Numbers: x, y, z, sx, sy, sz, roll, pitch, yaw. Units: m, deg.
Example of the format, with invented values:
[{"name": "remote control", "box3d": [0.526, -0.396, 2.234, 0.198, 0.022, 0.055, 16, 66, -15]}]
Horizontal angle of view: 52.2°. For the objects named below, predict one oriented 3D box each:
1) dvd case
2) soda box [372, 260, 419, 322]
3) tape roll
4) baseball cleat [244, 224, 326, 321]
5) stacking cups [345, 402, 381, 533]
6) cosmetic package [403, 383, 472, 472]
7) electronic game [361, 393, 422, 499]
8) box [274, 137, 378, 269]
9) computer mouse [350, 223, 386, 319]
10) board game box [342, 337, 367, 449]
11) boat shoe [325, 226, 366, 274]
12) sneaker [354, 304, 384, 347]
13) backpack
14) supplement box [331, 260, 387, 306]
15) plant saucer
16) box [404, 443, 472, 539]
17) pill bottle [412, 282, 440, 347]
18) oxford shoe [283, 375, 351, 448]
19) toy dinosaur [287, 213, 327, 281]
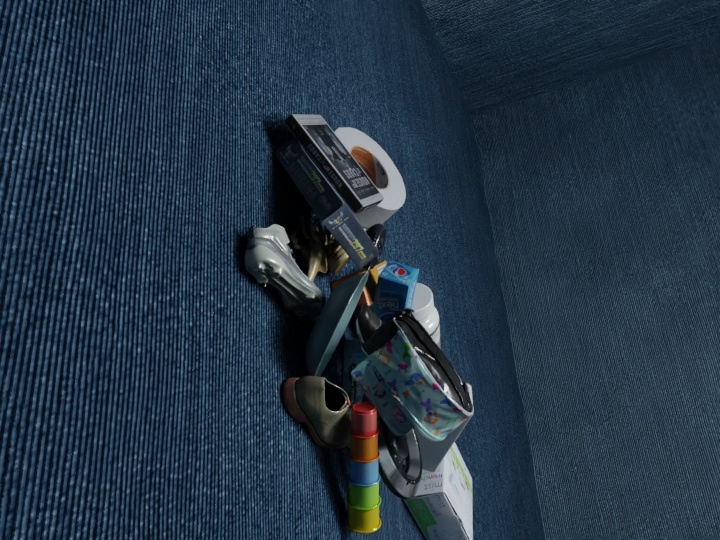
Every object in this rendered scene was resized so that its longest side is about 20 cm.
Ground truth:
[{"name": "dvd case", "box3d": [-0.043, -0.193, 1.308, 0.201, 0.025, 0.150, 52, 19, 2]}, {"name": "soda box", "box3d": [0.059, 0.087, 1.414, 0.068, 0.063, 0.203, -53, 156, -54]}, {"name": "tape roll", "box3d": [-0.001, -0.186, 1.463, 0.199, 0.066, 0.202, 32, 39, -29]}, {"name": "baseball cleat", "box3d": [-0.108, -0.004, 1.129, 0.200, 0.069, 0.108, 50, 31, -54]}, {"name": "stacking cups", "box3d": [0.005, 0.307, 1.159, 0.060, 0.059, 0.204, -33, 125, -71]}, {"name": "cosmetic package", "box3d": [0.134, 0.296, 1.416, 0.075, 0.100, 0.201, -84, -166, -48]}, {"name": "electronic game", "box3d": [0.055, 0.296, 1.280, 0.201, 0.041, 0.202, 55, 22, -34]}, {"name": "box", "box3d": [-0.058, -0.116, 1.262, 0.201, 0.051, 0.158, 54, 2, 39]}, {"name": "computer mouse", "box3d": [0.000, 0.000, 1.332, 0.059, 0.034, 0.202, 80, 30, -59]}, {"name": "board game box", "box3d": [0.017, 0.248, 1.347, 0.152, 0.046, 0.202, 56, 27, -44]}, {"name": "boat shoe", "box3d": [-0.039, -0.053, 1.390, 0.063, 0.073, 0.200, 41, 19, -8]}, {"name": "sneaker", "box3d": [0.057, 0.132, 1.338, 0.076, 0.086, 0.202, -80, 150, -51]}, {"name": "backpack", "box3d": [0.089, 0.183, 1.198, 0.200, 0.151, 0.177, 46, 8, 11]}, {"name": "supplement box", "box3d": [0.008, 0.031, 1.453, 0.200, 0.066, 0.070, -21, 93, -72]}, {"name": "plant saucer", "box3d": [-0.047, 0.086, 1.173, 0.203, 0.038, 0.201, -63, 175, -11]}, {"name": "box", "box3d": [0.171, 0.464, 1.565, 0.178, 0.095, 0.202, -80, 150, -50]}, {"name": "pill bottle", "box3d": [0.111, 0.132, 1.536, 0.114, 0.111, 0.202, -79, 165, -52]}, {"name": "oxford shoe", "box3d": [-0.045, 0.224, 1.138, 0.200, 0.074, 0.071, 52, 30, -51]}, {"name": "toy dinosaur", "box3d": [-0.079, -0.033, 1.255, 0.201, 0.057, 0.102, -78, 150, -53]}]
